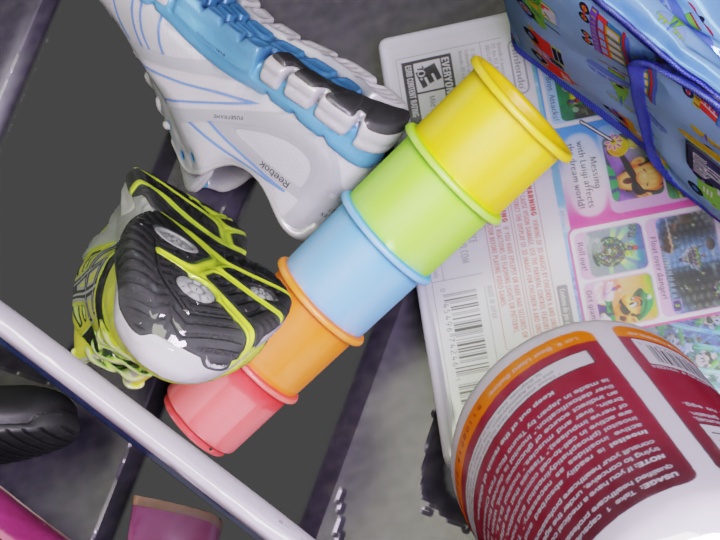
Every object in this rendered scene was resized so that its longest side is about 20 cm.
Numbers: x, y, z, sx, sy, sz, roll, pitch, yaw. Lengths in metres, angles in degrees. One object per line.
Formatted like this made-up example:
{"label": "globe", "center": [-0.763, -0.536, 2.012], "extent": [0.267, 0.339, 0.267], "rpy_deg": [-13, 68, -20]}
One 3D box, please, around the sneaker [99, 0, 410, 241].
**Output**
{"label": "sneaker", "center": [-0.072, -0.084, 0.921], "extent": [0.200, 0.075, 0.087], "rpy_deg": [41, 115, 30]}

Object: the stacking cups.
{"label": "stacking cups", "center": [0.000, 0.000, 0.872], "extent": [0.200, 0.060, 0.061], "rpy_deg": [-45, 70, 14]}

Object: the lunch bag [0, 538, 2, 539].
{"label": "lunch bag", "center": [-0.169, 0.195, 0.759], "extent": [0.082, 0.177, 0.200], "rpy_deg": [0, 29, 0]}

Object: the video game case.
{"label": "video game case", "center": [0.110, -0.026, 0.889], "extent": [0.181, 0.024, 0.201], "rpy_deg": [-11, 70, 7]}

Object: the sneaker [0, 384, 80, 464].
{"label": "sneaker", "center": [-0.218, 0.042, 0.903], "extent": [0.199, 0.074, 0.089], "rpy_deg": [1, 75, 11]}

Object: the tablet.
{"label": "tablet", "center": [-0.083, 0.067, 0.819], "extent": [0.200, 0.130, 0.014], "rpy_deg": [37, 81, 5]}

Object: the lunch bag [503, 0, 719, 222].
{"label": "lunch bag", "center": [0.144, -0.076, 0.806], "extent": [0.094, 0.151, 0.200], "rpy_deg": [-36, 70, -2]}

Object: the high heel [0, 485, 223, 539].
{"label": "high heel", "center": [-0.159, 0.136, 0.863], "extent": [0.199, 0.067, 0.097], "rpy_deg": [6, 63, 9]}

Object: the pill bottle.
{"label": "pill bottle", "center": [0.110, 0.107, 0.749], "extent": [0.113, 0.113, 0.200], "rpy_deg": [-30, 26, 0]}

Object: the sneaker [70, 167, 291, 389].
{"label": "sneaker", "center": [-0.080, 0.019, 0.838], "extent": [0.075, 0.200, 0.077], "rpy_deg": [29, 98, -11]}
